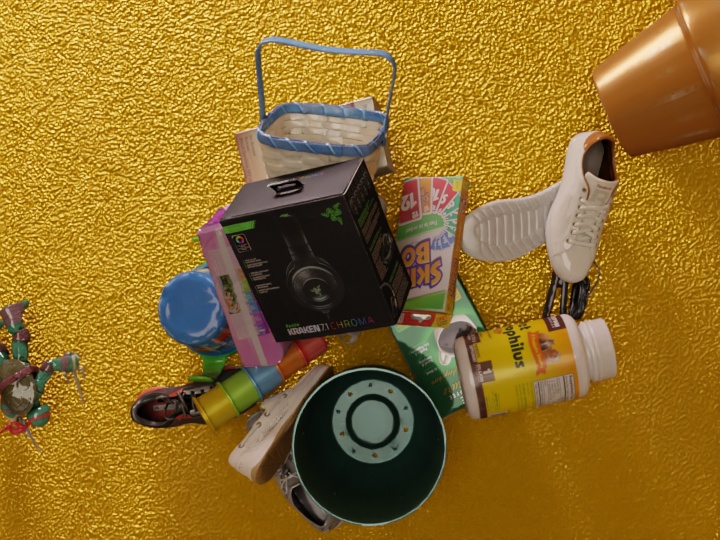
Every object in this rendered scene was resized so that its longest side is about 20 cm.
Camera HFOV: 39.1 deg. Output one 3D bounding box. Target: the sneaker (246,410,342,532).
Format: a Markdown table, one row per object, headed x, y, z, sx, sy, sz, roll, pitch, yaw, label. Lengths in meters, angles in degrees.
| x | y | z | sx | sy | sz | roll | pitch | yaw | label |
| --- | --- | --- | --- | --- | --- | --- | --- | --- | --- |
| -0.088 | 0.279 | 1.422 | 0.075 | 0.082 | 0.200 | -42 | 86 | 7 | sneaker |

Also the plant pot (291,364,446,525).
| x | y | z | sx | sy | sz | roll | pitch | yaw | label |
| --- | --- | --- | --- | --- | --- | --- | --- | --- | --- |
| 0.013 | 0.219 | 1.363 | 0.197 | 0.161 | 0.204 | 0 | 93 | 2 | plant pot |

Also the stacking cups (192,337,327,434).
| x | y | z | sx | sy | sz | roll | pitch | yaw | label |
| --- | --- | --- | --- | --- | --- | --- | --- | --- | --- |
| -0.133 | 0.150 | 1.406 | 0.199 | 0.060 | 0.061 | -31 | 88 | -14 | stacking cups |

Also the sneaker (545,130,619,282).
| x | y | z | sx | sy | sz | roll | pitch | yaw | label |
| --- | --- | --- | --- | --- | --- | --- | --- | --- | --- |
| 0.293 | -0.084 | 1.330 | 0.072 | 0.085 | 0.203 | 6 | 91 | -12 | sneaker |

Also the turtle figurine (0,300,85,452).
| x | y | z | sx | sy | sz | roll | pitch | yaw | label |
| --- | --- | --- | --- | --- | --- | --- | --- | --- | --- |
| -0.480 | 0.155 | 1.469 | 0.148 | 0.101 | 0.202 | -29 | 82 | 8 | turtle figurine |

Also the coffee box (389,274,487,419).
| x | y | z | sx | sy | sz | roll | pitch | yaw | label |
| --- | --- | --- | --- | --- | --- | --- | --- | --- | --- |
| 0.114 | 0.092 | 1.408 | 0.122 | 0.044 | 0.202 | -29 | 87 | 7 | coffee box |

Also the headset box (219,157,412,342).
| x | y | z | sx | sy | sz | roll | pitch | yaw | label |
| --- | --- | --- | --- | --- | --- | --- | --- | --- | --- |
| -0.054 | -0.028 | 1.244 | 0.172 | 0.093 | 0.202 | -9 | 120 | 23 | headset box |

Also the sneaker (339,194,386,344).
| x | y | z | sx | sy | sz | roll | pitch | yaw | label |
| --- | --- | --- | --- | --- | --- | --- | --- | --- | --- |
| 0.000 | 0.000 | 1.381 | 0.115 | 0.075 | 0.202 | 38 | 104 | 48 | sneaker |

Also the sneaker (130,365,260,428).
| x | y | z | sx | sy | sz | roll | pitch | yaw | label |
| --- | --- | --- | --- | --- | --- | --- | --- | --- | --- |
| -0.234 | 0.190 | 1.439 | 0.197 | 0.082 | 0.078 | -16 | 89 | 6 | sneaker |

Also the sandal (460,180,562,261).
| x | y | z | sx | sy | sz | roll | pitch | yaw | label |
| --- | --- | --- | --- | --- | --- | --- | --- | --- | --- |
| 0.225 | -0.066 | 1.387 | 0.200 | 0.050 | 0.084 | -18 | 94 | -6 | sandal |

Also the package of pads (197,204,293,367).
| x | y | z | sx | sy | sz | roll | pitch | yaw | label |
| --- | --- | --- | --- | --- | --- | --- | --- | --- | --- |
| -0.141 | 0.014 | 1.349 | 0.075 | 0.121 | 0.202 | -12 | 108 | 16 | package of pads |

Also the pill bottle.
| x | y | z | sx | sy | sz | roll | pitch | yaw | label |
| --- | --- | --- | --- | --- | --- | --- | --- | --- | --- |
| 0.226 | 0.121 | 1.321 | 0.197 | 0.109 | 0.111 | -13 | 90 | 2 | pill bottle |

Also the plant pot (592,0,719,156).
| x | y | z | sx | sy | sz | roll | pitch | yaw | label |
| --- | --- | --- | --- | --- | --- | --- | --- | --- | --- |
| 0.405 | -0.240 | 1.296 | 0.182 | 0.200 | 0.202 | -23 | 89 | 24 | plant pot |

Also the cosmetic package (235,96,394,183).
| x | y | z | sx | sy | sz | roll | pitch | yaw | label |
| --- | --- | --- | --- | --- | --- | --- | --- | --- | --- |
| -0.061 | -0.163 | 1.402 | 0.197 | 0.087 | 0.105 | -15 | 89 | 8 | cosmetic package |

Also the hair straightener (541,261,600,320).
| x | y | z | sx | sy | sz | roll | pitch | yaw | label |
| --- | --- | --- | --- | --- | --- | --- | --- | --- | --- |
| 0.286 | 0.060 | 1.392 | 0.076 | 0.041 | 0.203 | 12 | 89 | 7 | hair straightener |

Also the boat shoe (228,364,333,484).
| x | y | z | sx | sy | sz | roll | pitch | yaw | label |
| --- | --- | --- | --- | --- | --- | --- | --- | --- | --- |
| -0.109 | 0.197 | 1.395 | 0.069 | 0.071 | 0.200 | 21 | 51 | 26 | boat shoe |

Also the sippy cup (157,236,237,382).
| x | y | z | sx | sy | sz | roll | pitch | yaw | label |
| --- | --- | --- | --- | --- | --- | --- | --- | --- | --- |
| -0.216 | 0.053 | 1.403 | 0.139 | 0.130 | 0.179 | -34 | 82 | 5 | sippy cup |

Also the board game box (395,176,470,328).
| x | y | z | sx | sy | sz | roll | pitch | yaw | label |
| --- | --- | --- | --- | --- | --- | --- | --- | --- | --- |
| 0.089 | -0.026 | 1.364 | 0.095 | 0.030 | 0.203 | 2 | 81 | 36 | board game box |

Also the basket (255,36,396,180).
| x | y | z | sx | sy | sz | roll | pitch | yaw | label |
| --- | --- | --- | --- | --- | --- | --- | --- | --- | --- |
| -0.049 | -0.186 | 1.274 | 0.174 | 0.140 | 0.202 | 10 | 124 | 8 | basket |
